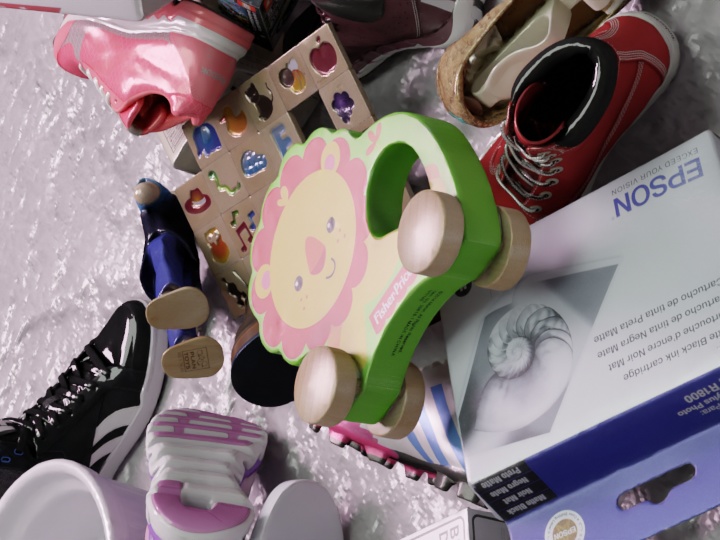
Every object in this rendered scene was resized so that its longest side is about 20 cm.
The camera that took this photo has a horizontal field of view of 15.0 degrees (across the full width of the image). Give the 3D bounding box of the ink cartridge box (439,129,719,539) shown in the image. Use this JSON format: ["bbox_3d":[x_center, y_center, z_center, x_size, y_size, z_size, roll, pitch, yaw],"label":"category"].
[{"bbox_3d":[0.141,0.050,1.510,0.199,0.041,0.201,-29,54,26],"label":"ink cartridge box"}]

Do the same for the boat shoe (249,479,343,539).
[{"bbox_3d":[-0.060,0.232,1.738,0.068,0.072,0.201,0,84,53],"label":"boat shoe"}]

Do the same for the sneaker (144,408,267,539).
[{"bbox_3d":[-0.107,0.158,1.784,0.200,0.080,0.089,-86,3,-68],"label":"sneaker"}]

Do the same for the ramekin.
[{"bbox_3d":[-0.186,0.237,1.881,0.200,0.097,0.201,-25,58,48],"label":"ramekin"}]

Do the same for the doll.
[{"bbox_3d":[-0.130,0.003,1.902,0.200,0.048,0.137,-105,1,-61],"label":"doll"}]

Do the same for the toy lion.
[{"bbox_3d":[0.001,-0.014,1.592,0.200,0.068,0.192,-56,39,33],"label":"toy lion"}]

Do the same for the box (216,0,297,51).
[{"bbox_3d":[-0.036,-0.256,1.825,0.137,0.038,0.201,75,-139,-83],"label":"box"}]

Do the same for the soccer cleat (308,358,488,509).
[{"bbox_3d":[0.047,0.086,1.652,0.200,0.070,0.087,18,83,50],"label":"soccer cleat"}]

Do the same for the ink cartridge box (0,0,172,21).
[{"bbox_3d":[-0.158,-0.247,1.863,0.146,0.200,0.083,8,119,29],"label":"ink cartridge box"}]

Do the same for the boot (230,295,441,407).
[{"bbox_3d":[0.000,0.000,1.723,0.200,0.075,0.097,-30,28,13],"label":"boot"}]

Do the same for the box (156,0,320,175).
[{"bbox_3d":[-0.112,-0.157,1.953,0.095,0.078,0.200,-54,39,25],"label":"box"}]

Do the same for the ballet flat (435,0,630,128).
[{"bbox_3d":[0.123,-0.156,1.613,0.200,0.070,0.065,-49,21,20],"label":"ballet flat"}]

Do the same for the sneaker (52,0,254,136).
[{"bbox_3d":[-0.158,-0.136,1.866,0.200,0.074,0.087,2,70,52],"label":"sneaker"}]

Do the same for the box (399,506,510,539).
[{"bbox_3d":[0.027,0.226,1.620,0.200,0.060,0.117,-29,54,45],"label":"box"}]

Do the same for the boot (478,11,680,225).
[{"bbox_3d":[0.093,-0.060,1.566,0.072,0.144,0.200,40,116,12],"label":"boot"}]

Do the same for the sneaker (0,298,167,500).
[{"bbox_3d":[-0.221,0.106,1.970,0.073,0.112,0.201,38,108,52],"label":"sneaker"}]

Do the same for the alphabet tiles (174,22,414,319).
[{"bbox_3d":[-0.045,-0.048,1.809,0.200,0.008,0.168,-31,83,45],"label":"alphabet tiles"}]

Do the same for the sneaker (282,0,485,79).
[{"bbox_3d":[-0.017,-0.181,1.797,0.200,0.115,0.076,-15,65,51],"label":"sneaker"}]
